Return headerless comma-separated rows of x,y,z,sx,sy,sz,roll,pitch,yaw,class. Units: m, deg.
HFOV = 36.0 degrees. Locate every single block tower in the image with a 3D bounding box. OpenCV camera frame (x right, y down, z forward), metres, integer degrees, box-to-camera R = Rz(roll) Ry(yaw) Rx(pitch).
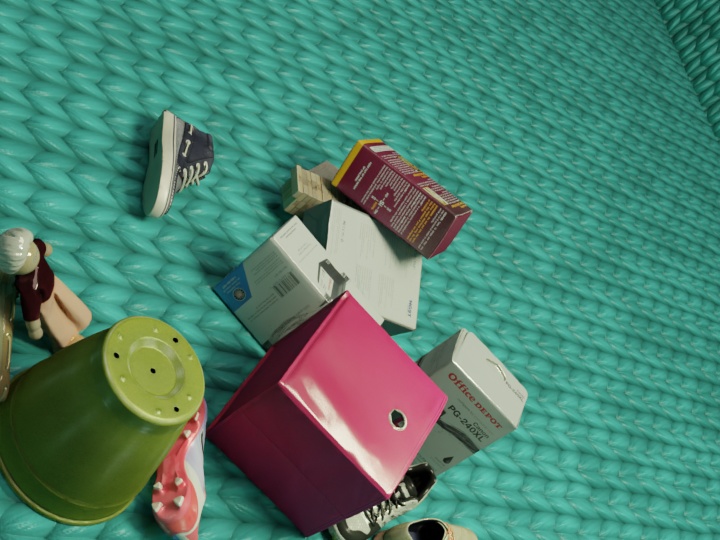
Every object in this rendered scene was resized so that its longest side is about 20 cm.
-0.039,-0.101,1.786,0.198,0.058,0.055,23,45,-36,block tower

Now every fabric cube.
-0.043,0.188,1.448,0.200,0.199,0.197,47,45,-8,fabric cube

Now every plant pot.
-0.276,0.152,1.237,0.199,0.192,0.202,29,41,-30,plant pot

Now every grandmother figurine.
-0.365,0.016,1.270,0.201,0.060,0.123,76,-2,-58,grandmother figurine

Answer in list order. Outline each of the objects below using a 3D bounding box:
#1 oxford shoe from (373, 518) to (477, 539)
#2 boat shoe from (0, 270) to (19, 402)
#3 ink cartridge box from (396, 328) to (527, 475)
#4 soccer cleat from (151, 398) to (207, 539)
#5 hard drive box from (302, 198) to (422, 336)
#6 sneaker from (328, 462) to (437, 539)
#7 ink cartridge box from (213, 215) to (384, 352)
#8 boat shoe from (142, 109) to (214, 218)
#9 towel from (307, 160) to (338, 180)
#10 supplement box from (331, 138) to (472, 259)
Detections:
0.111,0.389,1.576,0.198,0.074,0.072,8,54,-45,oxford shoe
-0.421,0.053,1.266,0.063,0.073,0.203,40,32,-45,boat shoe
0.126,0.202,1.644,0.145,0.199,0.084,45,36,-10,ink cartridge box
-0.217,0.238,1.357,0.201,0.066,0.077,-93,168,-48,soccer cleat
0.000,0.000,1.741,0.198,0.076,0.158,22,65,-35,hard drive box
0.031,0.315,1.539,0.199,0.087,0.076,-24,80,-53,sneaker
-0.087,0.049,1.580,0.200,0.145,0.084,49,35,-5,ink cartridge box
-0.258,-0.145,1.609,0.092,0.075,0.202,21,45,-26,boat shoe
-0.032,-0.086,1.855,0.201,0.034,0.132,53,37,2,towel
0.067,-0.116,1.756,0.199,0.086,0.110,38,18,11,supplement box
